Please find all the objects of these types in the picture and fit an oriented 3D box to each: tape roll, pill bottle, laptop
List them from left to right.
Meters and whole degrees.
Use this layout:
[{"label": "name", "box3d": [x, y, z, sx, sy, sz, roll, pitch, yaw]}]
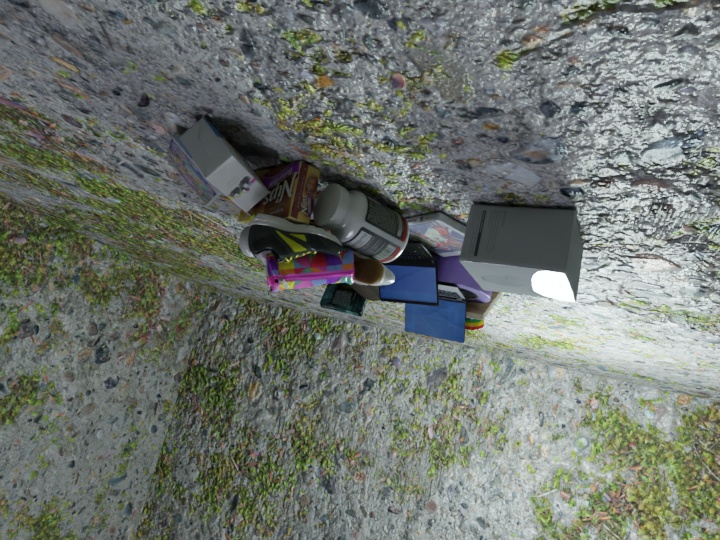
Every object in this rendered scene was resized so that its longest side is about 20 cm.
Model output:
[{"label": "pill bottle", "box3d": [-0.258, -0.083, 1.525, 0.197, 0.116, 0.113, 6, 165, 37]}, {"label": "pill bottle", "box3d": [0.003, -0.103, 1.125, 0.198, 0.118, 0.115, 25, 164, -36]}, {"label": "laptop", "box3d": [0.098, 0.007, 1.319, 0.174, 0.106, 0.200, 3, 162, 27]}, {"label": "laptop", "box3d": [0.189, 0.108, 1.429, 0.184, 0.118, 0.200, 8, 166, 26]}, {"label": "tape roll", "box3d": [0.265, 0.020, 1.422, 0.196, 0.087, 0.200, 14, 167, 3]}]

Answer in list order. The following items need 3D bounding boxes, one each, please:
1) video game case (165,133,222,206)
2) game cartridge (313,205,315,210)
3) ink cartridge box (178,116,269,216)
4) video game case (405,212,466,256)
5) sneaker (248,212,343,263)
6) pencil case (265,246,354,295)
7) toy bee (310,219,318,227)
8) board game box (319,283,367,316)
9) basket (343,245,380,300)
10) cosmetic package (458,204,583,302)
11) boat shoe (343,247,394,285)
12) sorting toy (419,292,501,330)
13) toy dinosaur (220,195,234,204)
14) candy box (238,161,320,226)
[{"label": "video game case", "box3d": [-0.362, -0.212, 1.128, 0.144, 0.018, 0.199, 52, 160, -15]}, {"label": "game cartridge", "box3d": [-0.183, -0.116, 1.185, 0.038, 0.131, 0.199, 36, 172, -29]}, {"label": "ink cartridge box", "box3d": [-0.256, -0.195, 1.024, 0.116, 0.068, 0.200, 52, -179, 22]}, {"label": "video game case", "box3d": [0.191, -0.079, 1.223, 0.198, 0.023, 0.181, 24, 165, -32]}, {"label": "sneaker", "box3d": [-0.133, -0.050, 1.044, 0.196, 0.087, 0.074, 14, 170, -11]}, {"label": "pencil case", "box3d": [-0.107, -0.001, 1.100, 0.196, 0.090, 0.088, -8, 174, -18]}, {"label": "toy bee", "box3d": [-0.076, -0.102, 1.250, 0.108, 0.133, 0.198, 35, -167, 34]}, {"label": "board game box", "box3d": [-0.029, 0.036, 1.577, 0.132, 0.203, 0.028, 11, 147, 16]}, {"label": "basket", "box3d": [-0.006, -0.022, 1.449, 0.180, 0.137, 0.200, 39, 179, 36]}, {"label": "cosmetic package", "box3d": [0.326, -0.033, 1.030, 0.197, 0.125, 0.199, 9, 166, 30]}, {"label": "boat shoe", "box3d": [0.000, 0.000, 1.186, 0.069, 0.072, 0.199, 21, -179, -41]}, {"label": "sorting toy", "box3d": [0.300, 0.108, 1.553, 0.196, 0.071, 0.198, 8, -157, 29]}, {"label": "toy dinosaur", "box3d": [-0.277, -0.168, 1.357, 0.195, 0.061, 0.107, 7, 142, 10]}, {"label": "candy box", "box3d": [-0.175, -0.155, 1.103, 0.056, 0.119, 0.198, 20, 168, -41]}]
